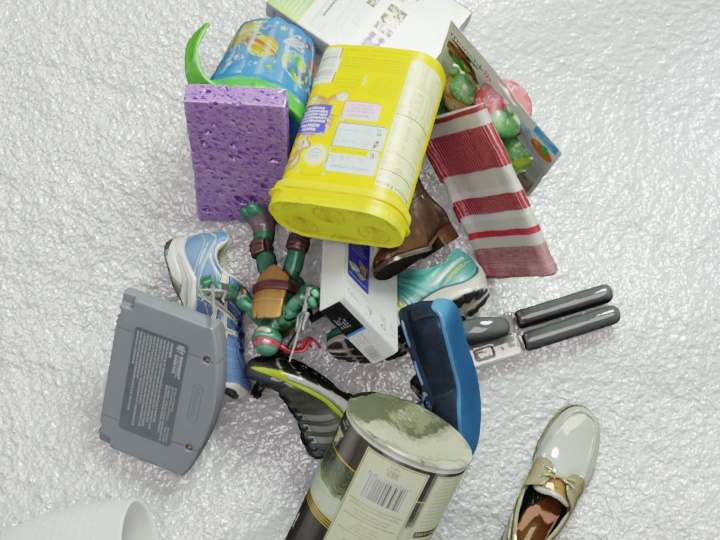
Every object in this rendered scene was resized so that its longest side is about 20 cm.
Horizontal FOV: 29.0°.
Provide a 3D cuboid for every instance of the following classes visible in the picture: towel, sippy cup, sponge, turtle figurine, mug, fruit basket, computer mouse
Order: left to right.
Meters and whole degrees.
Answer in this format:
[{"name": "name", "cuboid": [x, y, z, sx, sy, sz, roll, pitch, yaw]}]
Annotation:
[{"name": "mug", "cuboid": [-0.327, 0.331, 1.508, 0.175, 0.200, 0.148, -9, 79, 8]}, {"name": "sponge", "cuboid": [-0.133, -0.126, 1.554, 0.111, 0.200, 0.030, 4, 53, 2]}, {"name": "sippy cup", "cuboid": [-0.110, -0.212, 1.584, 0.139, 0.178, 0.131, 1, 57, 18]}, {"name": "turtle figurine", "cuboid": [-0.101, 0.019, 1.542, 0.149, 0.101, 0.201, 0, 62, 14]}, {"name": "computer mouse", "cuboid": [-0.059, 0.067, 1.596, 0.034, 0.059, 0.200, 35, 88, -3]}, {"name": "towel", "cuboid": [0.137, -0.082, 1.538, 0.023, 0.144, 0.201, -29, 100, -24]}, {"name": "fruit basket", "cuboid": [0.141, -0.170, 1.539, 0.094, 0.200, 0.185, -38, 85, -3]}]

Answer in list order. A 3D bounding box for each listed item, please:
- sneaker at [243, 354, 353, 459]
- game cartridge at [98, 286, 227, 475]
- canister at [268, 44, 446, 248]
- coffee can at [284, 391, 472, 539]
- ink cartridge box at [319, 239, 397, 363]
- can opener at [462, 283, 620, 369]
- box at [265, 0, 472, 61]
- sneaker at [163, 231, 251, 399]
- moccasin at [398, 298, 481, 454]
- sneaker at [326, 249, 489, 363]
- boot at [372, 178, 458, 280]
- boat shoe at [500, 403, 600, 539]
[{"name": "sneaker", "cuboid": [-0.049, 0.165, 1.558, 0.200, 0.074, 0.081, 33, 94, -15]}, {"name": "game cartridge", "cuboid": [-0.218, 0.127, 1.556, 0.133, 0.040, 0.201, 22, 117, 14]}, {"name": "canister", "cuboid": [0.001, -0.136, 1.486, 0.148, 0.087, 0.201, 9, 68, 22]}, {"name": "coffee can", "cuboid": [0.014, 0.253, 1.498, 0.146, 0.146, 0.200, 26, 107, 5]}, {"name": "ink cartridge box", "cuboid": [0.000, 0.000, 1.538, 0.039, 0.200, 0.099, -29, 124, 25]}, {"name": "can opener", "cuboid": [0.197, 0.064, 1.583, 0.199, 0.066, 0.053, -16, 78, -2]}, {"name": "box", "cuboid": [0.010, -0.300, 1.624, 0.200, 0.036, 0.144, 36, 71, 4]}, {"name": "sneaker", "cuboid": [-0.160, 0.048, 1.590, 0.077, 0.076, 0.201, -20, 85, 5]}, {"name": "moccasin", "cuboid": [0.089, 0.119, 1.560, 0.068, 0.080, 0.201, -1, 112, 25]}, {"name": "sneaker", "cuboid": [0.050, 0.044, 1.596, 0.200, 0.078, 0.080, -26, 58, 1]}, {"name": "boot", "cuboid": [0.014, -0.096, 1.556, 0.064, 0.186, 0.200, -33, 88, 26]}, {"name": "boat shoe", "cuboid": [0.218, 0.246, 1.560, 0.075, 0.068, 0.201, 22, 85, 4]}]
